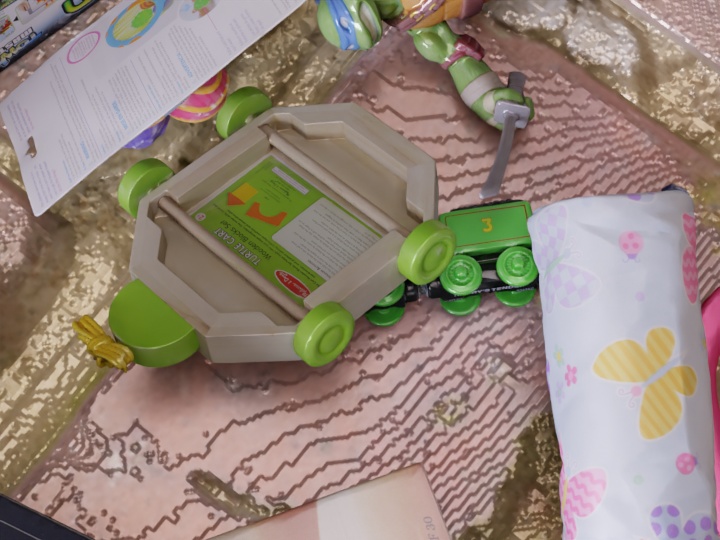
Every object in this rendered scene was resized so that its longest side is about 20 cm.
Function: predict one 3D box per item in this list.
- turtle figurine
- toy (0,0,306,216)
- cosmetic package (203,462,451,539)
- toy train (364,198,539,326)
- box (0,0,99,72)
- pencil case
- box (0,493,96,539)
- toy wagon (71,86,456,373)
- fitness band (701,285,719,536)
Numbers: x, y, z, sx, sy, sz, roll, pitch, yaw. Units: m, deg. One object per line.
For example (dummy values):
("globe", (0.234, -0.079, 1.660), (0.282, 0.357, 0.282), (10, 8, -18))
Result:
("turtle figurine", (0.088, -0.145, 0.912), (0.194, 0.200, 0.144), (-32, 107, -13))
("toy", (-0.092, -0.110, 0.925), (0.200, 0.047, 0.115), (-41, 38, 9))
("cosmetic package", (-0.047, 0.175, 0.862), (0.199, 0.087, 0.104), (-21, 78, -5))
("toy train", (0.000, 0.000, 0.931), (0.199, 0.042, 0.057), (-8, 67, -2))
("box", (-0.149, -0.178, 0.936), (0.200, 0.110, 0.035), (-38, 79, -9))
("pencil case", (0.131, 0.058, 0.882), (0.083, 0.091, 0.201), (-3, 80, -10))
("box", (-0.220, 0.175, 0.796), (0.104, 0.200, 0.183), (33, 75, -32))
("toy wagon", (-0.056, -0.010, 0.896), (0.200, 0.040, 0.155), (-38, 55, -21))
("fitness band", (0.239, 0.090, 0.910), (0.143, 0.037, 0.201), (-10, 75, -2))
